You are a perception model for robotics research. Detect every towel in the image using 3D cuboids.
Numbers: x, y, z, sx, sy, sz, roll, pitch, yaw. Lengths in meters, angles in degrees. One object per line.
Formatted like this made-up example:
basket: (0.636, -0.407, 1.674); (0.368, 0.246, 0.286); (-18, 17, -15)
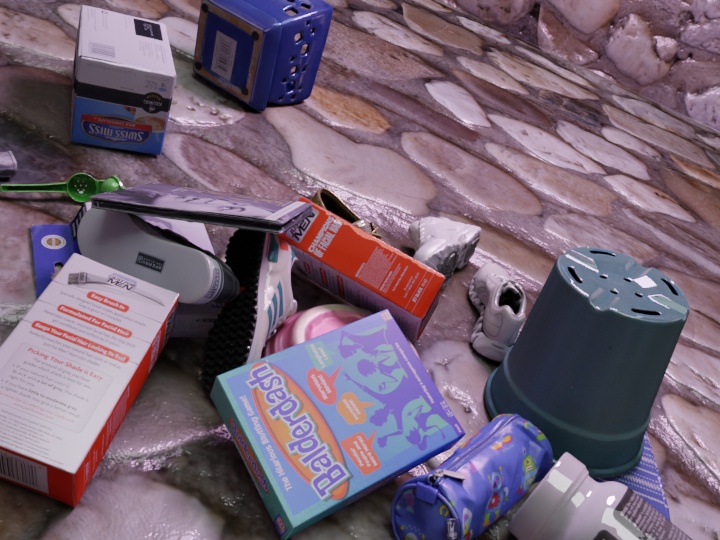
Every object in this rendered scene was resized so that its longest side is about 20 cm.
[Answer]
towel: (0.287, 0.211, 0.866); (0.144, 0.024, 0.200); (20, 31, 0)

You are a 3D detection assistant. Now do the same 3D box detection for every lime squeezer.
lime squeezer: (-0.327, -0.101, 0.882); (0.198, 0.038, 0.071); (6, -1, 3)

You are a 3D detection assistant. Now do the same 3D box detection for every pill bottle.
pill bottle: (0.242, 0.269, 0.656); (0.200, 0.117, 0.116); (39, 35, 23)

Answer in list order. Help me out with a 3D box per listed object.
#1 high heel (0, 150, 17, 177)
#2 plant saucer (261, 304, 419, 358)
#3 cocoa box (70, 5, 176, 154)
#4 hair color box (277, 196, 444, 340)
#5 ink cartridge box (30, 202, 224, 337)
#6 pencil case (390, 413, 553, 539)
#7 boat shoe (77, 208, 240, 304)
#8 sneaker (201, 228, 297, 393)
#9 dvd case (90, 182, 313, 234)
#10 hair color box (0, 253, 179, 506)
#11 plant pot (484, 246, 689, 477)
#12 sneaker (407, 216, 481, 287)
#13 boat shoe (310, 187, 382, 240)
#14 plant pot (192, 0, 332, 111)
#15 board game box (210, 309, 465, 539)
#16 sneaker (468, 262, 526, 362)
high heel: (-0.525, -0.181, 0.866); (0.200, 0.072, 0.142); (49, 33, 20)
plant saucer: (-0.010, 0.105, 0.801); (0.199, 0.051, 0.201); (16, 33, -10)
cocoa box: (-0.358, -0.284, 1.070); (0.132, 0.132, 0.201); (6, 36, -25)
hair color box: (0.000, 0.000, 0.880); (0.199, 0.111, 0.064); (29, 75, 10)
ink cartridge box: (-0.259, -0.004, 0.810); (0.198, 0.041, 0.200); (1, 39, -30)
pencil case: (0.113, 0.204, 0.700); (0.078, 0.088, 0.199); (20, 24, 36)
boat shoe: (-0.211, -0.014, 0.751); (0.198, 0.072, 0.068); (18, -2, 26)
sneaker: (-0.104, 0.051, 0.765); (0.093, 0.070, 0.202); (35, 52, -46)
dvd case: (-0.161, -0.070, 0.771); (0.198, 0.016, 0.149); (9, 13, 6)
hair color box: (-0.250, 0.087, 0.628); (0.110, 0.064, 0.201); (21, 45, -2)
plant pot: (0.265, 0.093, 0.825); (0.198, 0.198, 0.201); (9, 31, -6)
sneaker: (0.105, -0.034, 1.067); (0.099, 0.079, 0.200); (26, 22, 18)
boat shoe: (-0.009, -0.042, 0.999); (0.200, 0.067, 0.074); (40, 36, 25)
plant pot: (-0.194, -0.422, 1.328); (0.199, 0.201, 0.180); (32, 40, 14)
board game box: (-0.020, 0.137, 0.683); (0.199, 0.045, 0.153); (-20, 65, -31)
sneaker: (0.198, 0.040, 1.001); (0.074, 0.082, 0.201); (18, 31, -5)
